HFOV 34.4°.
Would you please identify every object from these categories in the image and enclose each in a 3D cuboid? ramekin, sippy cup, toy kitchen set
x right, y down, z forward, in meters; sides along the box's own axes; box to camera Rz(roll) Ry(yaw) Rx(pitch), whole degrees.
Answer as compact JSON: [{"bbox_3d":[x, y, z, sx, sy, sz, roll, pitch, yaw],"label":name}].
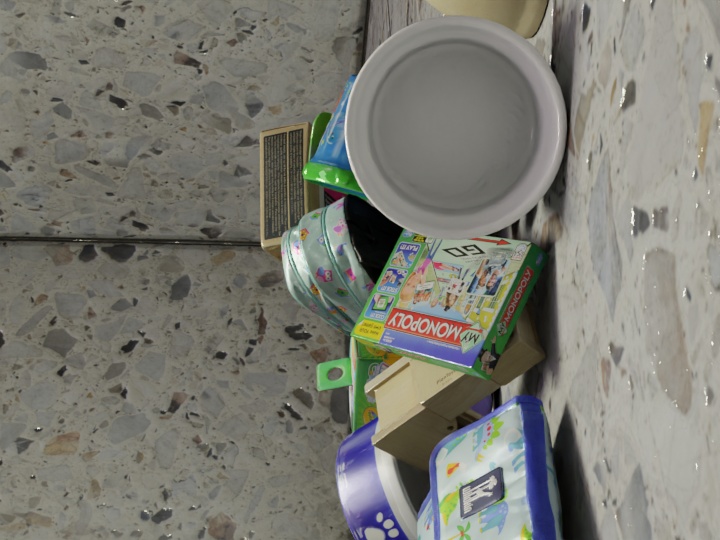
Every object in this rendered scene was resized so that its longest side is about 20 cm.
[{"bbox_3d":[0.088,-0.134,1.087,0.098,0.200,0.201,-67,-20,-80],"label":"ramekin"},{"bbox_3d":[0.017,-0.147,1.307,0.140,0.177,0.131,9,-82,-77],"label":"sippy cup"},{"bbox_3d":[0.131,0.100,1.223,0.200,0.180,0.163,-39,38,28],"label":"toy kitchen set"}]

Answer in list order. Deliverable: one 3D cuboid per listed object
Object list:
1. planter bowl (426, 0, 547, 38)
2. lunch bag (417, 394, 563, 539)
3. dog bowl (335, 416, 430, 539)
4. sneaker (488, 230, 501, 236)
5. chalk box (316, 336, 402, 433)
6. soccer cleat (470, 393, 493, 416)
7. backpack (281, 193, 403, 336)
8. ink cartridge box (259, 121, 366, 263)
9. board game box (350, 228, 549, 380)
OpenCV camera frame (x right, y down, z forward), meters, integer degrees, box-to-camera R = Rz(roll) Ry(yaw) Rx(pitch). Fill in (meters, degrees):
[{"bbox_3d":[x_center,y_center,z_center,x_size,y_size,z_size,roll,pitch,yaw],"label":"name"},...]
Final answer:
[{"bbox_3d":[0.113,-0.341,1.185,0.200,0.134,0.201,-178,90,-86],"label":"planter bowl"},{"bbox_3d":[0.122,0.234,1.027,0.170,0.127,0.200,-90,17,-48],"label":"lunch bag"},{"bbox_3d":[0.064,0.250,1.270,0.200,0.079,0.200,43,-153,-29],"label":"dog bowl"},{"bbox_3d":[0.147,-0.132,1.239,0.076,0.070,0.200,-60,-20,-57],"label":"sneaker"},{"bbox_3d":[0.043,0.130,1.517,0.125,0.199,0.124,-96,9,-59],"label":"chalk box"},{"bbox_3d":[0.128,0.084,1.345,0.076,0.067,0.201,119,155,-71],"label":"soccer cleat"},{"bbox_3d":[0.000,0.000,1.367,0.200,0.126,0.167,35,-149,-54],"label":"backpack"},{"bbox_3d":[-0.057,-0.077,1.522,0.200,0.075,0.165,38,-134,-60],"label":"ink cartridge box"},{"bbox_3d":[0.084,0.027,1.156,0.200,0.029,0.135,10,69,54],"label":"board game box"}]
